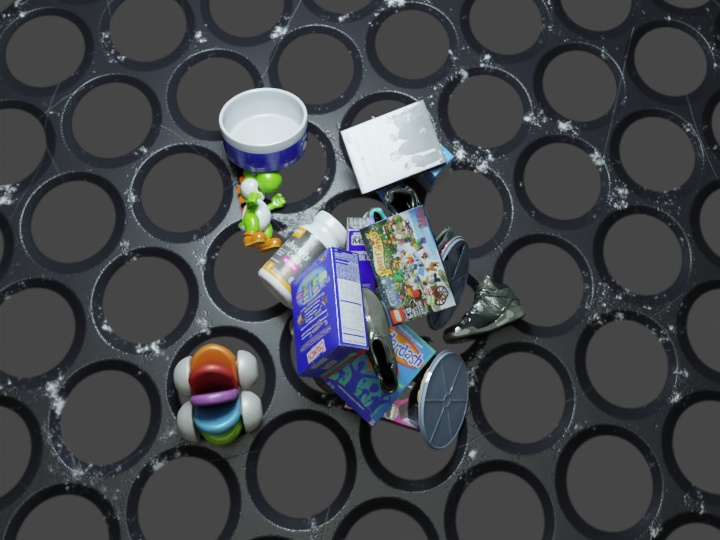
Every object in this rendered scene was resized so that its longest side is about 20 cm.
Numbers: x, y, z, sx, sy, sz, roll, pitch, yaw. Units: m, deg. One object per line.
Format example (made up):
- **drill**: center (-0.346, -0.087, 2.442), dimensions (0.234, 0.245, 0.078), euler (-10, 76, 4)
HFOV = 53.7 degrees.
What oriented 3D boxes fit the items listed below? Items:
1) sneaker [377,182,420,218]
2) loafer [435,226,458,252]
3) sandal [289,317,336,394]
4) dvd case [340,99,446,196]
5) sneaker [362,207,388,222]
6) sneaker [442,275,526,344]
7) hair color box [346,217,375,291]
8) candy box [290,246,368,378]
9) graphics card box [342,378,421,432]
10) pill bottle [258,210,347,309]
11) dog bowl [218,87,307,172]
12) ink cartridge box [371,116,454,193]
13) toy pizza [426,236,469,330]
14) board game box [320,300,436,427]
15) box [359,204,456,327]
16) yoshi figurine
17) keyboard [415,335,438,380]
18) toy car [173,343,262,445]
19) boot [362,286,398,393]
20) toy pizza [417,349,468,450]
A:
- **sneaker**: center (0.075, -0.182, 1.595), dimensions (0.075, 0.111, 0.204), euler (-18, 76, -7)
- **loafer**: center (0.147, -0.029, 1.552), dimensions (0.199, 0.068, 0.071), euler (-35, 98, -35)
- **sandal**: center (-0.092, 0.175, 1.501), dimensions (0.081, 0.054, 0.202), euler (-36, 73, 12)
- **dvd case**: center (0.071, -0.267, 1.549), dimensions (0.196, 0.025, 0.154), euler (-20, 81, 2)
- **sneaker**: center (0.058, -0.051, 1.568), dimensions (0.076, 0.091, 0.203), euler (-26, 77, -9)
- **sneaker**: center (0.253, 0.086, 1.551), dimensions (0.196, 0.076, 0.116), euler (-22, 75, -12)
- **hair color box**: center (0.000, 0.000, 1.498), dimensions (0.063, 0.110, 0.205), euler (-1, 107, -2)
- **candy box**: center (-0.063, 0.085, 1.381), dimensions (0.076, 0.169, 0.205), euler (12, 59, -31)
- **graphics card box**: center (0.071, 0.259, 1.505), dimensions (0.195, 0.051, 0.128), euler (17, 74, 1)
- **pill bottle**: center (-0.119, -0.025, 1.540), dimensions (0.116, 0.117, 0.201), euler (39, 76, 8)
- **dog bowl**: center (-0.215, -0.316, 1.598), dimensions (0.194, 0.080, 0.203), euler (0, 50, 0)
- **ink cartridge box**: center (0.115, -0.283, 1.621), dimensions (0.068, 0.116, 0.200), euler (-44, 81, -10)
- **toy pizza**: center (0.178, 0.026, 1.503), dimensions (0.031, 0.201, 0.204), euler (17, 72, 26)
- **board game box**: center (0.034, 0.188, 1.447), dimensions (0.151, 0.045, 0.201), euler (40, 90, 0)
- **box**: center (0.093, -0.009, 1.390), dimensions (0.134, 0.038, 0.204), euler (-19, 92, 12)
- **yoshi figurine**: center (-0.213, -0.151, 1.582), dimensions (0.109, 0.112, 0.205), euler (-3, 72, -20)
- **keyboard**: center (0.086, 0.165, 1.518), dimensions (0.196, 0.021, 0.128), euler (20, 41, 5)
- **toy car**: center (-0.292, 0.248, 1.438), dimensions (0.170, 0.150, 0.205), euler (-7, 75, -5)
- **boot**: center (0.032, 0.127, 1.358), dimensions (0.066, 0.131, 0.204), euler (-20, 90, 0)
- **toy pizza**: center (0.164, 0.263, 1.454), dimensions (0.031, 0.200, 0.205), euler (6, 70, 35)
